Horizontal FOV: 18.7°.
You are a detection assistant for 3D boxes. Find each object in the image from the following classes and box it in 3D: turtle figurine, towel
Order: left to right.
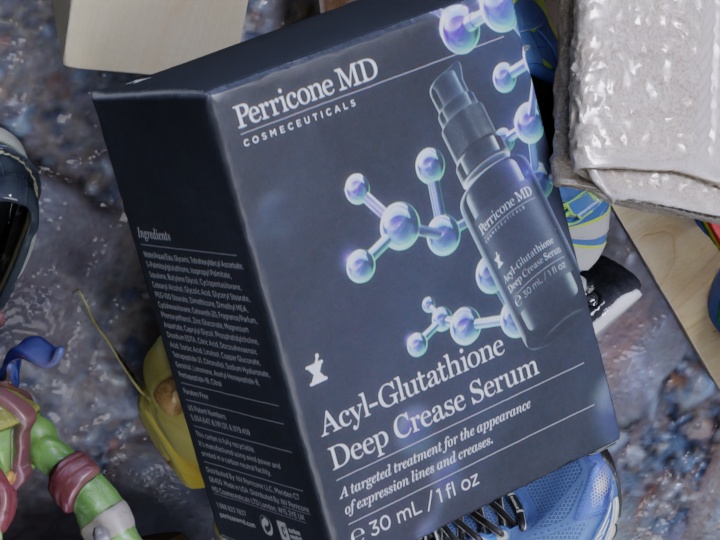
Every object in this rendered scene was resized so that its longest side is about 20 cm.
[{"bbox_3d":[-0.168,0.125,0.900,0.143,0.194,0.201,26,93,8],"label":"turtle figurine"},{"bbox_3d":[0.140,-0.118,0.910,0.132,0.034,0.202,8,75,-27],"label":"towel"}]

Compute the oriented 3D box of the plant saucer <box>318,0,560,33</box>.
[{"bbox_3d":[0.071,-0.151,1.001,0.199,0.032,0.202,-10,124,-15],"label":"plant saucer"}]

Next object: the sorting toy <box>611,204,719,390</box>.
[{"bbox_3d":[0.242,-0.040,1.117,0.199,0.070,0.199,-34,128,2],"label":"sorting toy"}]

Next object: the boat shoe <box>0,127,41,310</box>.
[{"bbox_3d":[-0.204,0.028,0.991,0.075,0.062,0.200,27,110,-36],"label":"boat shoe"}]

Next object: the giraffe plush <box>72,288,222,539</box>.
[{"bbox_3d":[-0.016,0.049,1.033,0.162,0.172,0.201,-34,111,-11],"label":"giraffe plush"}]

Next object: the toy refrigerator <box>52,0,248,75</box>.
[{"bbox_3d":[-0.077,-0.185,0.898,0.075,0.070,0.201,3,120,-15],"label":"toy refrigerator"}]

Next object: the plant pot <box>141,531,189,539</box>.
[{"bbox_3d":[-0.124,0.185,1.079,0.199,0.201,0.094,-12,89,-14],"label":"plant pot"}]

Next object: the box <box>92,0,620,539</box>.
[{"bbox_3d":[0.000,0.000,0.896,0.148,0.107,0.202,-23,105,-28],"label":"box"}]

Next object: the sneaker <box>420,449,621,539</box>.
[{"bbox_3d":[0.050,0.153,1.165,0.199,0.079,0.089,-37,130,5],"label":"sneaker"}]

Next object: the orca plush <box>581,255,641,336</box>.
[{"bbox_3d":[0.049,0.051,1.125,0.200,0.071,0.105,-45,172,23],"label":"orca plush"}]

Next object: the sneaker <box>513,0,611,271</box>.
[{"bbox_3d":[0.079,-0.046,0.985,0.075,0.105,0.201,-26,133,3],"label":"sneaker"}]
